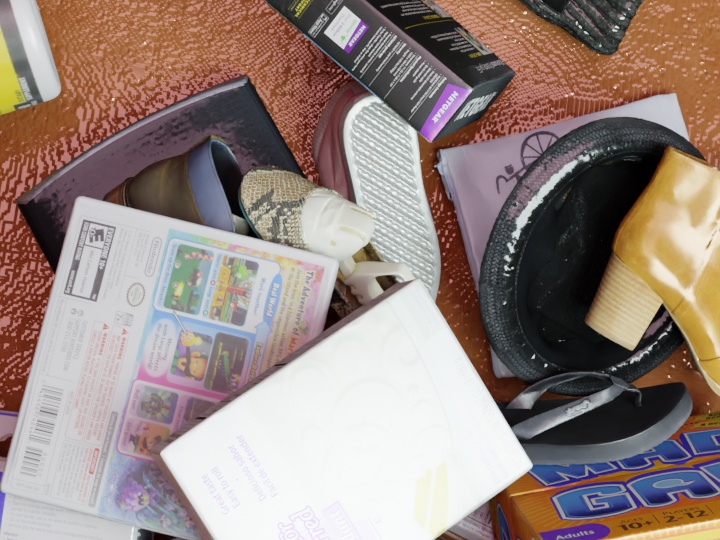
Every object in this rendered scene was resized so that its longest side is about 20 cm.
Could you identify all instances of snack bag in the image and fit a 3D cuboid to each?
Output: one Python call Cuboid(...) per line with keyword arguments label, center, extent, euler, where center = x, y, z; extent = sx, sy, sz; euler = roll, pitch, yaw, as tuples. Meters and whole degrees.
Cuboid(label="snack bag", center=(0.171, -0.022, 1.269), extent=(0.198, 0.021, 0.190), euler=(-14, 81, -6))

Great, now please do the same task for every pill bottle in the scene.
Cuboid(label="pill bottle", center=(-0.326, -0.151, 1.217), extent=(0.198, 0.114, 0.115), euler=(-18, 82, -5))

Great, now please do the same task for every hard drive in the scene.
Cuboid(label="hard drive", center=(-0.141, -0.051, 1.246), extent=(0.199, 0.042, 0.136), euler=(-29, 83, -7))

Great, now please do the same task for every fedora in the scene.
Cuboid(label="fedora", center=(0.160, -0.017, 1.197), extent=(0.199, 0.092, 0.202), euler=(-5, 109, -15))

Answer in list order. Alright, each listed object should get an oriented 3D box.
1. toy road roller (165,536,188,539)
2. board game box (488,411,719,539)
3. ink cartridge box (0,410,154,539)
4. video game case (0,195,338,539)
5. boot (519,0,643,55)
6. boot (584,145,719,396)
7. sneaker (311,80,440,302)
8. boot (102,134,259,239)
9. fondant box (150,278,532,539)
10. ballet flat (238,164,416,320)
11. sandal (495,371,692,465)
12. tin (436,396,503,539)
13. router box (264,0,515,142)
Cuboid(label="toy road roller", center=(-0.046, 0.191, 1.170), extent=(0.146, 0.123, 0.201), euler=(37, 84, 3))
Cuboid(label="board game box", center=(0.205, 0.225, 1.110), extent=(0.198, 0.200, 0.202), euler=(-9, 101, -6))
Cuboid(label="ink cartridge box", center=(-0.241, 0.196, 1.163), extent=(0.196, 0.043, 0.202), euler=(6, 89, 15))
Cuboid(label="video game case", center=(-0.124, 0.069, 1.110), extent=(0.180, 0.024, 0.202), euler=(14, 82, 1))
Cuboid(label="boot", center=(0.170, -0.283, 1.282), extent=(0.157, 0.079, 0.213), euler=(24, 91, 8))
Cuboid(label="boot", center=(0.262, 0.011, 1.142), extent=(0.200, 0.071, 0.145), euler=(26, 103, -15))
Cuboid(label="sneaker", center=(0.010, -0.045, 1.246), extent=(0.075, 0.105, 0.202), euler=(-8, 110, -11))
Cuboid(label="boot", center=(-0.103, 0.005, 1.150), extent=(0.097, 0.075, 0.201), euler=(-34, 70, 24))
Cuboid(label="fondant box", center=(-0.011, 0.119, 1.073), extent=(0.199, 0.058, 0.145), euler=(-33, 95, -13))
Cuboid(label="ballet flat", center=(0.000, 0.000, 1.164), extent=(0.200, 0.075, 0.068), euler=(53, 51, -21))
Cuboid(label="sandal", center=(0.124, 0.099, 1.145), extent=(0.198, 0.076, 0.043), euler=(-9, 110, 10))
Cuboid(label="tin", center=(0.088, 0.150, 1.229), extent=(0.199, 0.042, 0.113), euler=(26, 84, 1))
Cuboid(label="router box", center=(0.027, -0.164, 1.195), extent=(0.149, 0.200, 0.051), euler=(41, 106, 5))
